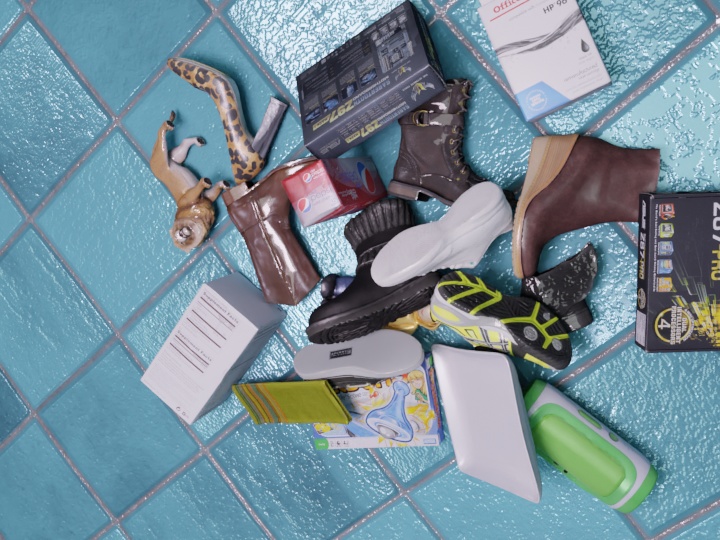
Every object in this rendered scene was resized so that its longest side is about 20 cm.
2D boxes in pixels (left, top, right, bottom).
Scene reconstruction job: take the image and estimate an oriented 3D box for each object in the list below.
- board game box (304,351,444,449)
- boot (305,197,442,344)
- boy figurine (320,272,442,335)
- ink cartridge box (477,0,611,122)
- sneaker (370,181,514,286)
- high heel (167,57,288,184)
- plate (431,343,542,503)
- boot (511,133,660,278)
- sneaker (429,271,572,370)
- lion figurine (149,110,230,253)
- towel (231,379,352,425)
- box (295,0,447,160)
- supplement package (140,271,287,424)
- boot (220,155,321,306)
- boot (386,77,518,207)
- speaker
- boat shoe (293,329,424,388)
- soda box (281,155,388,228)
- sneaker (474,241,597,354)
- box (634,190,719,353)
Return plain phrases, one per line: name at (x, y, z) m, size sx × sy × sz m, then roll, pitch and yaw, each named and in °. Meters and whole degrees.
board game box at (0.018, 0.198, 1.185) m, size 0.200 × 0.034 × 0.136 m, roll -7°, pitch 97°, yaw 21°
boot at (0.001, 0.001, 1.084) m, size 0.211 × 0.079 × 0.158 m, roll -22°, pitch 66°, yaw -10°
boy figurine at (0.042, 0.055, 1.138) m, size 0.200 × 0.064 × 0.124 m, roll 9°, pitch 99°, yaw 20°
ink cartridge box at (0.228, -0.306, 1.007) m, size 0.116 × 0.068 × 0.200 m, roll -24°, pitch 90°, yaw 21°
sneaker at (0.112, -0.025, 1.018) m, size 0.200 × 0.075 × 0.089 m, roll -32°, pitch 129°, yaw 6°
high heel at (-0.223, -0.225, 1.175) m, size 0.200 × 0.071 × 0.143 m, roll 27°, pitch 101°, yaw 4°
plate at (0.176, 0.199, 1.077) m, size 0.032 × 0.200 × 0.200 m, roll -16°, pitch 95°, yaw -22°
boot at (0.289, -0.075, 1.013) m, size 0.166 × 0.072 × 0.200 m, roll 12°, pitch 91°, yaw 16°
sneaker at (0.184, 0.072, 1.032) m, size 0.200 × 0.075 × 0.076 m, roll 30°, pitch 142°, yaw 2°
lion figurine at (-0.280, -0.137, 1.223) m, size 0.122 × 0.072 × 0.200 m, roll -39°, pitch 71°, yaw 33°
towel at (-0.108, 0.202, 1.189) m, size 0.200 × 0.018 × 0.086 m, roll -9°, pitch 124°, yaw 40°
box at (0.008, -0.253, 1.056) m, size 0.200 × 0.051 × 0.158 m, roll -30°, pitch 45°, yaw 21°
supplement package at (-0.226, 0.117, 1.216) m, size 0.110 × 0.114 × 0.200 m, roll 39°, pitch 108°, yaw 8°
boot at (-0.095, -0.056, 1.170) m, size 0.186 × 0.064 × 0.200 m, roll -22°, pitch 94°, yaw 22°
boot at (0.128, -0.174, 1.067) m, size 0.200 × 0.069 × 0.174 m, roll 12°, pitch 98°, yaw 13°
speaker at (0.298, 0.237, 1.067) m, size 0.200 × 0.088 × 0.088 m, roll 38°, pitch 109°, yaw 10°
boat shoe at (0.003, 0.133, 1.129) m, size 0.200 × 0.064 × 0.071 m, roll -7°, pitch 52°, yaw 26°
soda box at (-0.029, -0.111, 1.060) m, size 0.063 × 0.200 × 0.070 m, roll -25°, pitch 91°, yaw 21°
sneaker at (0.238, 0.044, 1.071) m, size 0.200 × 0.060 × 0.104 m, roll -21°, pitch 91°, yaw 18°
box at (0.430, 0.001, 0.978) m, size 0.161 × 0.049 × 0.200 m, roll -1°, pitch 99°, yaw 0°
